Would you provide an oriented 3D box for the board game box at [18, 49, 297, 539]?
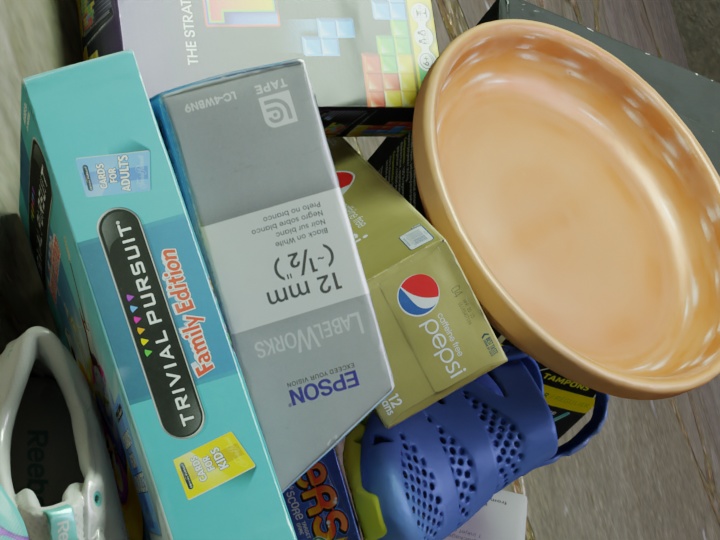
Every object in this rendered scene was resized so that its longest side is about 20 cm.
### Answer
[{"bbox_3d":[-0.085,0.036,0.995,0.151,0.047,0.200,113,-42,-70],"label":"board game box"}]

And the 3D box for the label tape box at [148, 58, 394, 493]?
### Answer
[{"bbox_3d":[-0.039,0.022,1.035,0.143,0.066,0.200,176,-104,-76],"label":"label tape box"}]

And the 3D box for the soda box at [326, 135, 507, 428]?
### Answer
[{"bbox_3d":[0.000,0.000,1.179,0.068,0.064,0.200,62,-4,-21],"label":"soda box"}]

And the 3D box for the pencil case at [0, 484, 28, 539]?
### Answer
[{"bbox_3d":[-0.174,0.060,0.742,0.200,0.085,0.093,55,44,-60],"label":"pencil case"}]

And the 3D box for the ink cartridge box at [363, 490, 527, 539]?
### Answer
[{"bbox_3d":[0.029,0.225,1.316,0.200,0.084,0.145,-81,-177,-52],"label":"ink cartridge box"}]

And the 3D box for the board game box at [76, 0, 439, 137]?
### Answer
[{"bbox_3d":[-0.055,-0.165,1.218,0.057,0.165,0.200,-29,-113,61],"label":"board game box"}]

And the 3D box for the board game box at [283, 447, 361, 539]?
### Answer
[{"bbox_3d":[-0.030,0.088,1.265,0.200,0.034,0.136,-117,-169,-83],"label":"board game box"}]

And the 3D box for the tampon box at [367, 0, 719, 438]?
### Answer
[{"bbox_3d":[0.089,-0.020,1.367,0.150,0.200,0.126,19,48,-20],"label":"tampon box"}]

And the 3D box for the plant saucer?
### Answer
[{"bbox_3d":[0.100,-0.025,1.200,0.200,0.037,0.200,23,49,-29],"label":"plant saucer"}]

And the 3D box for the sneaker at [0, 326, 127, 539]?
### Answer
[{"bbox_3d":[-0.111,0.117,0.927,0.089,0.075,0.200,116,-38,-64],"label":"sneaker"}]

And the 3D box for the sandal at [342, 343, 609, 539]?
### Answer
[{"bbox_3d":[0.059,0.079,1.248,0.200,0.087,0.080,-39,118,-56],"label":"sandal"}]
